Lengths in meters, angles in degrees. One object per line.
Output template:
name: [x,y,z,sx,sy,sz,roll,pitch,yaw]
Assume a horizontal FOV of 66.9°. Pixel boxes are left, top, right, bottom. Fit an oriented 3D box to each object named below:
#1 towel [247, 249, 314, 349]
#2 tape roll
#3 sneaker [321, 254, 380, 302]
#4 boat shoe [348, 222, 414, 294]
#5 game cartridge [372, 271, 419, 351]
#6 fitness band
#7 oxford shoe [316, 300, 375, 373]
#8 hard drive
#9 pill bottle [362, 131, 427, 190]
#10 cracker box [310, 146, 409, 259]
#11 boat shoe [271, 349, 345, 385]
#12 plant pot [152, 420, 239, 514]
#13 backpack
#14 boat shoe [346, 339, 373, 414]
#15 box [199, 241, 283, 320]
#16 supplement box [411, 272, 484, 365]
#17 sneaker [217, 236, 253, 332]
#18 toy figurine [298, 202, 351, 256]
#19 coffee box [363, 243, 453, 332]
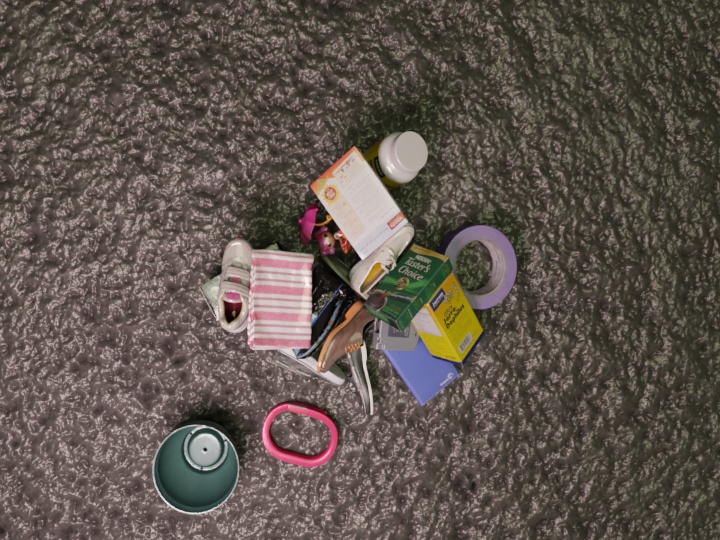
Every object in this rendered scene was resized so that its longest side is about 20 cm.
towel: [-0.164,0.062,1.148,0.142,0.030,0.209,3,88,-31]
tape roll: [0.290,-0.010,1.379,0.192,0.085,0.209,-1,95,-7]
sneaker: [0.000,0.000,1.359,0.198,0.075,0.108,39,77,-9]
boat shoe: [0.056,-0.025,1.262,0.199,0.070,0.071,-43,133,10]
game cartridge: [0.099,0.093,1.341,0.129,0.041,0.209,7,90,-34]
fitness band: [-0.153,0.414,1.378,0.193,0.037,0.149,17,94,-7]
oxford shoe: [-0.032,0.170,1.311,0.072,0.072,0.202,31,73,17]
hard drive: [0.150,0.226,1.406,0.130,0.025,0.203,-36,97,-4]
pill bottle: [0.074,-0.252,1.268,0.108,0.199,0.117,2,86,-22]
cracker box: [0.000,-0.147,1.200,0.132,0.058,0.203,-36,90,11]
boat shoe: [-0.131,0.240,1.358,0.195,0.072,0.073,29,101,1]
plant pot: [-0.379,0.448,1.301,0.192,0.134,0.209,0,94,-6]
backpack: [-0.117,0.099,1.283,0.132,0.183,0.203,33,87,10]
boat shoe: [-0.007,0.262,1.369,0.058,0.076,0.208,-9,83,-7]
box: [-0.260,0.019,1.273,0.196,0.164,0.088,-30,97,-3]
supplement box: [0.199,0.112,1.320,0.110,0.107,0.203,-46,119,-25]
sneaker: [-0.259,0.034,1.147,0.078,0.088,0.209,2,94,-8]
toy figurine: [-0.055,-0.104,1.307,0.179,0.150,0.206,-23,101,1]
coffee box: [0.110,0.034,1.252,0.200,0.121,0.045,-47,131,-17]
